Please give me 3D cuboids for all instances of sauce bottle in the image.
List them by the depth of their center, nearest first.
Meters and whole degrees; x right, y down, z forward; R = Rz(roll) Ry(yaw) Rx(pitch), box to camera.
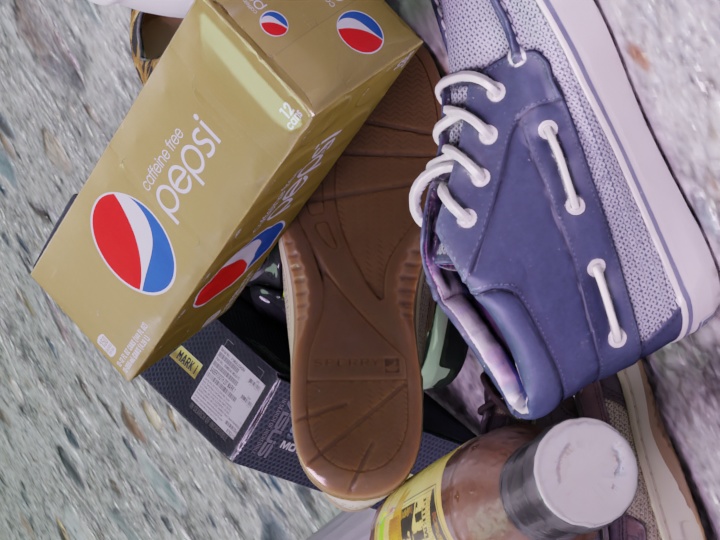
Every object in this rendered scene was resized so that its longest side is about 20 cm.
[{"bbox_3d":[0.055,0.093,1.074,0.065,0.065,0.200,58,161,6],"label":"sauce bottle"}]

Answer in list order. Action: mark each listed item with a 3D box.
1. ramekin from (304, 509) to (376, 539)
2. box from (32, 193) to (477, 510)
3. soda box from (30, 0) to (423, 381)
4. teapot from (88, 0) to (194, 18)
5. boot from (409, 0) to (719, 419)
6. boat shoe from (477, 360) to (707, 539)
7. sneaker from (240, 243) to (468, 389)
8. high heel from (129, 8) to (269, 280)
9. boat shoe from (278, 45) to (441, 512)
[{"bbox_3d":[0.020,0.224,1.498,0.201,0.097,0.201,50,159,27],"label":"ramekin"},{"bbox_3d":[-0.047,0.044,1.347,0.157,0.051,0.200,23,-168,-43],"label":"box"},{"bbox_3d":[-0.056,-0.042,1.076,0.064,0.068,0.200,46,140,8],"label":"soda box"},{"bbox_3d":[-0.094,-0.177,1.126,0.198,0.146,0.200,56,160,10],"label":"teapot"},{"bbox_3d":[0.052,-0.048,1.028,0.201,0.090,0.073,61,161,-3],"label":"boot"},{"bbox_3d":[0.082,0.059,1.149,0.072,0.065,0.201,12,129,65],"label":"boat shoe"},{"bbox_3d":[-0.016,0.009,1.262,0.200,0.082,0.072,14,95,64],"label":"sneaker"},{"bbox_3d":[-0.071,-0.112,1.224,0.143,0.071,0.201,80,178,-59],"label":"high heel"},{"bbox_3d":[0.000,0.000,1.158,0.065,0.072,0.201,100,172,-76],"label":"boat shoe"}]
